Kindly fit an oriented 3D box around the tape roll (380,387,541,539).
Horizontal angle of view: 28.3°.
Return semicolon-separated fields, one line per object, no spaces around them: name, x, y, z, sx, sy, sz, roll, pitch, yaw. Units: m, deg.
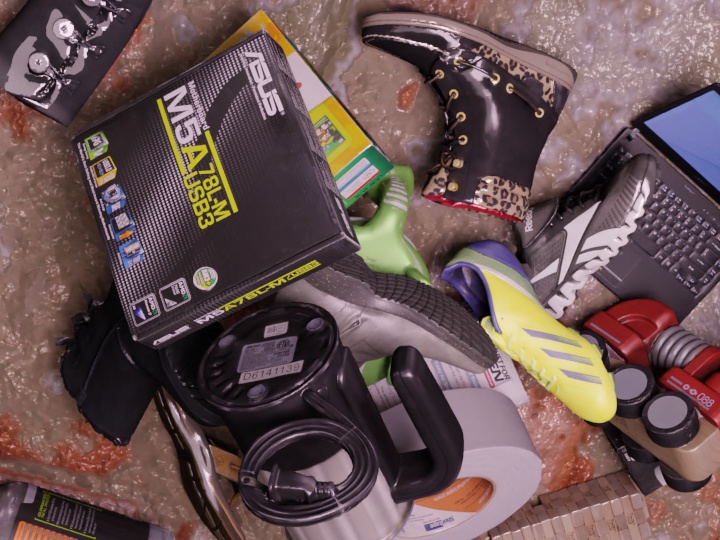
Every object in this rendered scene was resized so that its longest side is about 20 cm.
tape roll;0.064;0.191;1.310;0.200;0.066;0.200;-15;146;-11

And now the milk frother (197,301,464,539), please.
milk frother;-0.031;0.159;1.097;0.180;0.200;0.188;0;132;32

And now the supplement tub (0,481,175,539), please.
supplement tub;-0.282;0.270;1.323;0.200;0.123;0.123;21;103;-11

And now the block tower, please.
block tower;0.187;0.256;1.406;0.200;0.058;0.054;-18;108;-2

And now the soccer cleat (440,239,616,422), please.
soccer cleat;0.145;0.060;1.260;0.084;0.065;0.200;-24;69;-36

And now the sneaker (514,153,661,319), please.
sneaker;0.189;-0.038;1.290;0.090;0.066;0.200;30;127;-7

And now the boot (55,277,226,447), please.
boot;-0.185;0.092;1.239;0.073;0.198;0.162;-6;142;-44

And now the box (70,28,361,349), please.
box;-0.121;-0.065;1.154;0.193;0.048;0.200;-26;68;15

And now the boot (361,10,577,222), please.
boot;0.082;-0.135;1.254;0.200;0.073;0.151;16;87;-18

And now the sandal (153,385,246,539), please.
sandal;-0.141;0.176;1.346;0.055;0.082;0.200;-24;102;-22

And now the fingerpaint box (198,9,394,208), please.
fingerpaint box;-0.101;-0.091;1.221;0.200;0.073;0.167;-41;69;6

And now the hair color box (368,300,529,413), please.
hair color box;0.046;0.112;1.345;0.200;0.061;0.099;-24;108;2

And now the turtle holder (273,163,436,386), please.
turtle holder;-0.010;0.005;1.270;0.141;0.132;0.186;-9;106;-3

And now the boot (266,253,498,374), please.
boot;0.003;0.064;1.197;0.200;0.068;0.131;27;114;-12

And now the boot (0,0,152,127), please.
boot;-0.260;-0.245;1.208;0.165;0.066;0.200;37;104;-13

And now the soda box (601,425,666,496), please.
soda box;0.336;0.131;1.377;0.200;0.071;0.063;-31;110;4

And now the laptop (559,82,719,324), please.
laptop;0.300;-0.049;1.304;0.177;0.103;0.200;39;99;-15

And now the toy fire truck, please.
toy fire truck;0.301;0.069;1.302;0.200;0.176;0.129;-39;133;-12
